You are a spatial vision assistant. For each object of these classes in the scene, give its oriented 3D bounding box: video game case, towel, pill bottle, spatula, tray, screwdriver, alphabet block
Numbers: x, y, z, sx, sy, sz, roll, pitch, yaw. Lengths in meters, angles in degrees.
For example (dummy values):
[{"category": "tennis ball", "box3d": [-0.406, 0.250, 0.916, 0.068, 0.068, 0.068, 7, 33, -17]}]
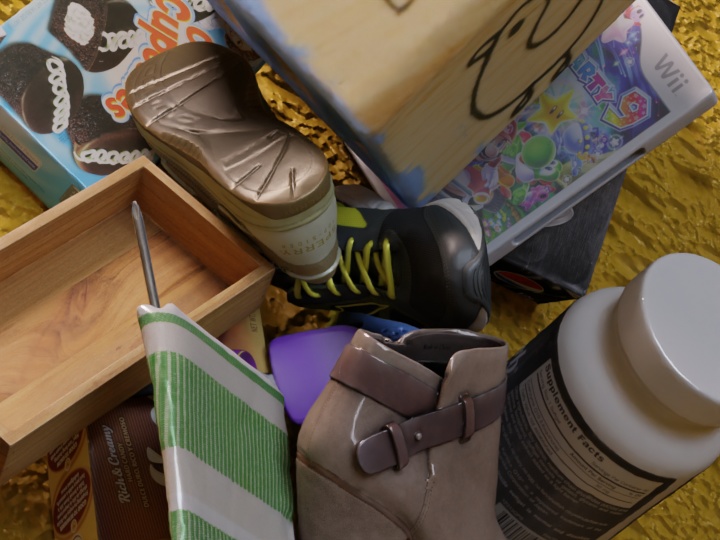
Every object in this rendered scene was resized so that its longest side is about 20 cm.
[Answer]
[{"category": "video game case", "box3d": [0.095, -0.097, 1.435, 0.144, 0.199, 0.018, 58, 6, 28]}, {"category": "towel", "box3d": [-0.063, 0.128, 1.129, 0.153, 0.023, 0.202, 46, 34, -62]}, {"category": "pill bottle", "box3d": [0.135, 0.081, 1.328, 0.116, 0.200, 0.117, 20, 49, -25]}, {"category": "spatula", "box3d": [-0.073, 0.055, 1.238, 0.199, 0.021, 0.057, 0, 58, -32]}, {"category": "tray", "box3d": [-0.143, 0.021, 1.194, 0.098, 0.037, 0.200, 39, 43, 16]}, {"category": "screwdriver", "box3d": [-0.094, 0.066, 1.169, 0.028, 0.029, 0.202, -16, 93, -47]}, {"category": "alphabet block", "box3d": [0.024, -0.184, 1.318, 0.196, 0.200, 0.195, 46, 0, 14]}]

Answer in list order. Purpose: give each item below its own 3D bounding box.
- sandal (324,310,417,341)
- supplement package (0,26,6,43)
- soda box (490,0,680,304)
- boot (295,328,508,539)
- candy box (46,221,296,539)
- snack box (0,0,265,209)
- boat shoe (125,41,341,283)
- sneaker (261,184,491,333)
[{"category": "sandal", "box3d": [0.023, 0.067, 1.338, 0.079, 0.087, 0.201, 21, 47, -20]}, {"category": "supplement package", "box3d": [-0.312, -0.146, 1.224, 0.155, 0.111, 0.201, -28, 79, -45]}, {"category": "soda box", "box3d": [0.128, -0.085, 1.478, 0.070, 0.063, 0.202, 24, 76, -23]}, {"category": "boot", "box3d": [0.049, 0.105, 1.238, 0.199, 0.147, 0.070, 7, 12, -44]}, {"category": "candy box", "box3d": [-0.106, 0.077, 1.255, 0.116, 0.056, 0.201, 10, 53, -29]}, {"category": "snack box", "box3d": [-0.143, -0.117, 1.381, 0.116, 0.037, 0.200, 44, 44, -3]}, {"category": "boat shoe", "box3d": [-0.069, -0.062, 1.293, 0.073, 0.063, 0.201, -29, 38, -16]}, {"category": "sneaker", "box3d": [0.000, 0.000, 1.288, 0.084, 0.200, 0.075, -10, 101, -27]}]
